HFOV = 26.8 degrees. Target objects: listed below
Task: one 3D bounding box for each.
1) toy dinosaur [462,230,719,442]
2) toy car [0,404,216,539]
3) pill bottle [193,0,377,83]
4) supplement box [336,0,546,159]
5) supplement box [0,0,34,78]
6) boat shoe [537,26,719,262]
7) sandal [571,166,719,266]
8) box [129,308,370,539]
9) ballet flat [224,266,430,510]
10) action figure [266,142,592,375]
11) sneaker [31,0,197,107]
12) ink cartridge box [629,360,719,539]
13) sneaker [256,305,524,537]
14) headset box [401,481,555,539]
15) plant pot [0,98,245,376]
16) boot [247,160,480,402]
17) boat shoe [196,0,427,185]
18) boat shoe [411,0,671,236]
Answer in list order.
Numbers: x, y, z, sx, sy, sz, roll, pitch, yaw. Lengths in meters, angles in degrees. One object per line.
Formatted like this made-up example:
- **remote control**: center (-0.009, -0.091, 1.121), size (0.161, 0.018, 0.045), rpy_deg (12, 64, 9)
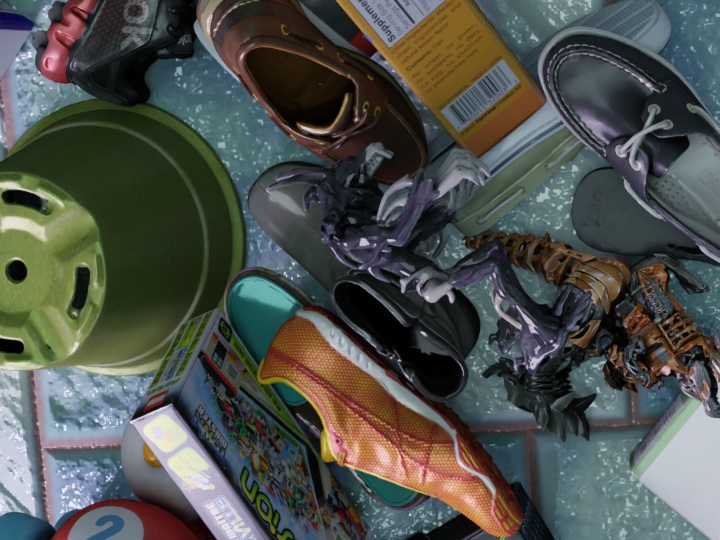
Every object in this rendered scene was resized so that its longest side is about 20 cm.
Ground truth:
- **toy dinosaur**: center (0.155, 0.038, 1.004), size (0.200, 0.102, 0.137), rpy_deg (39, 100, 41)
- **toy car**: center (-0.132, 0.148, 1.033), size (0.182, 0.177, 0.203), rpy_deg (13, 87, 20)
- **pill bottle**: center (-0.011, -0.205, 0.982), size (0.116, 0.116, 0.200), rpy_deg (42, 103, 3)
- **supplement box**: center (0.034, -0.158, 0.919), size (0.069, 0.067, 0.200), rpy_deg (-37, 132, 7)
- **supplement box**: center (-0.348, -0.191, 1.052), size (0.199, 0.101, 0.104), rpy_deg (38, 103, 4)
- **boat shoe**: center (0.191, -0.071, 0.935), size (0.200, 0.060, 0.074), rpy_deg (44, 110, -9)
- **sandal**: center (0.239, -0.033, 0.996), size (0.197, 0.043, 0.077), rpy_deg (-2, 97, 11)
- **box**: center (-0.067, 0.137, 0.989), size (0.034, 0.110, 0.201), rpy_deg (-23, 114, 24)
- **ballet flat**: center (-0.017, 0.078, 1.043), size (0.069, 0.071, 0.200), rpy_deg (-42, 89, 19)
- **action figure**: center (0.046, -0.027, 0.929), size (0.199, 0.119, 0.103), rpy_deg (34, 98, -3)
- **sneaker**: center (-0.138, -0.199, 1.029), size (0.097, 0.071, 0.202), rpy_deg (34, 104, 5)
- **ink cartridge box**: center (0.299, 0.138, 1.005), size (0.199, 0.048, 0.146), rpy_deg (39, 102, 3)
- **sneaker**: center (0.020, 0.108, 0.976), size (0.199, 0.073, 0.077), rpy_deg (39, 94, 9)
- **headset box**: center (0.079, 0.269, 1.039), size (0.173, 0.093, 0.201), rpy_deg (-31, 90, 12)
- **plant pot**: center (-0.195, -0.012, 1.003), size (0.197, 0.190, 0.203), rpy_deg (1, 97, 10)
- **boot**: center (0.000, 0.000, 0.999), size (0.199, 0.131, 0.068), rpy_deg (39, 101, 3)
- **boat shoe**: center (-0.023, -0.103, 0.935), size (0.072, 0.200, 0.068), rpy_deg (-37, 45, 16)
- **boat shoe**: center (0.125, -0.102, 1.004), size (0.199, 0.072, 0.062), rpy_deg (-36, 124, 12)
